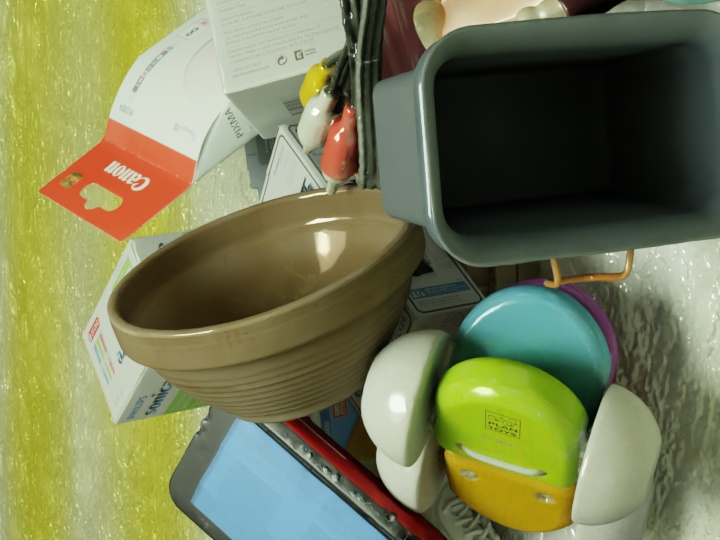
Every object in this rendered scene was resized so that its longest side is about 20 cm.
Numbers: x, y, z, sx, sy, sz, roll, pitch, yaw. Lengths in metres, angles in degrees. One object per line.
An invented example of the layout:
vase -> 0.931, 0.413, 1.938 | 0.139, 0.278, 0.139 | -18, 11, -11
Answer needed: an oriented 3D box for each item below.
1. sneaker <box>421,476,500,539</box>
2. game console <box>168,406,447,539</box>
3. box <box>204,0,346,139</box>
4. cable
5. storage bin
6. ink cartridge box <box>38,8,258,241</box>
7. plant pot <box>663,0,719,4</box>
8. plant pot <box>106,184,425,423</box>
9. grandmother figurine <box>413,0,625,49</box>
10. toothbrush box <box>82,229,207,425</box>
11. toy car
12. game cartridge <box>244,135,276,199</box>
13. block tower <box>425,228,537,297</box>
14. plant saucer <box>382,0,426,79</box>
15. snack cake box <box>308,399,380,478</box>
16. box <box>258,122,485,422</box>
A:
sneaker -> 0.076, 0.197, 1.222 | 0.081, 0.075, 0.201 | -17, 92, 52
game console -> -0.052, 0.164, 1.171 | 0.200, 0.119, 0.172 | 39, 178, 16
box -> -0.056, -0.210, 1.195 | 0.124, 0.097, 0.201 | 45, -149, -77
cable -> -0.010, -0.118, 1.034 | 0.200, 0.050, 0.098 | 94, 161, -59
storage bin -> 0.105, -0.066, 0.979 | 0.134, 0.199, 0.147 | -171, 75, -70
ink cartridge box -> -0.146, -0.118, 1.311 | 0.162, 0.200, 0.057 | 26, 147, 53
plant pot -> 0.173, -0.214, 0.835 | 0.200, 0.200, 0.135 | 13, 136, 58
plant pot -> -0.047, 0.029, 1.062 | 0.201, 0.200, 0.093 | 17, 131, 57
grandmother figurine -> 0.125, -0.165, 0.985 | 0.199, 0.121, 0.061 | -13, 118, 39
toothbrush box -> -0.093, 0.034, 1.323 | 0.086, 0.199, 0.146 | 65, 147, 22
toy car -> 0.103, 0.081, 1.057 | 0.174, 0.151, 0.200 | 17, 158, 15
game cartridge -> -0.056, -0.154, 1.367 | 0.133, 0.040, 0.201 | 4, 102, 63
block tower -> 0.045, -0.022, 1.217 | 0.200, 0.054, 0.058 | 22, 116, 55
plant saucer -> 0.013, -0.212, 1.139 | 0.201, 0.051, 0.202 | -15, -90, -83
snack cake box -> 0.006, 0.155, 1.276 | 0.067, 0.114, 0.201 | 6, 105, 58
box -> 0.000, 0.000, 1.186 | 0.200, 0.060, 0.117 | 54, 141, 36
